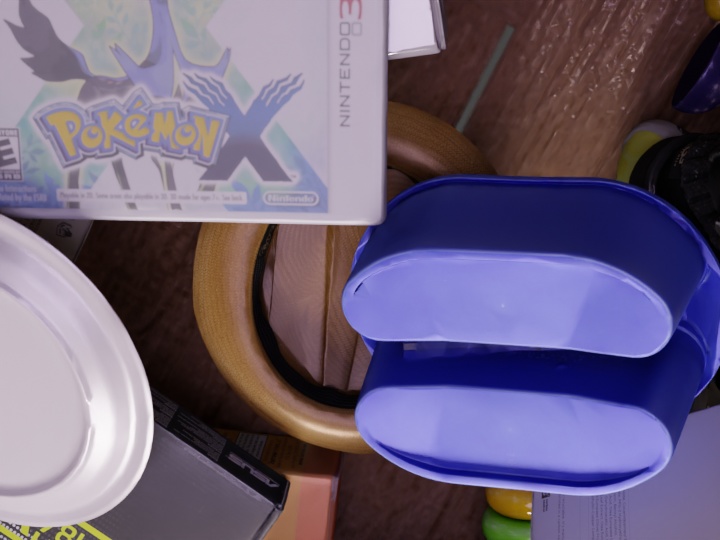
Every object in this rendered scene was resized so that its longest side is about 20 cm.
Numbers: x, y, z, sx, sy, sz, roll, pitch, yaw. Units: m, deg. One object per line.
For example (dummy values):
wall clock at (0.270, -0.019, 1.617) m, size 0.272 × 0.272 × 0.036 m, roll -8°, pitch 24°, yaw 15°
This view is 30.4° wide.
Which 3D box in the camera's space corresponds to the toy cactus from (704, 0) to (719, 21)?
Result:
toy cactus at (0.170, -0.233, 0.690) m, size 0.198 × 0.102 × 0.166 m, roll 28°, pitch 96°, yaw 4°

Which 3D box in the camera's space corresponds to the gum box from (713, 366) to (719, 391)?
gum box at (0.309, -0.013, 0.759) m, size 0.197 × 0.045 × 0.172 m, roll 2°, pitch 105°, yaw 4°

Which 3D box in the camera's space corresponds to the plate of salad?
plate of salad at (-0.193, 0.047, 0.688) m, size 0.197 × 0.048 × 0.202 m, roll 9°, pitch 122°, yaw 15°

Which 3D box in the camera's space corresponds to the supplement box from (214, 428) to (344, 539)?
supplement box at (-0.111, 0.133, 0.814) m, size 0.197 × 0.069 × 0.067 m, roll 7°, pitch 104°, yaw 0°

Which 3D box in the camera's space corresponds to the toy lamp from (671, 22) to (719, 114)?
toy lamp at (0.263, -0.061, 0.699) m, size 0.199 × 0.058 × 0.059 m, roll 31°, pitch 105°, yaw -3°

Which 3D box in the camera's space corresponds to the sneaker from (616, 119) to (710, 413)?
sneaker at (0.162, 0.018, 0.748) m, size 0.075 × 0.076 × 0.203 m, roll 14°, pitch 110°, yaw 47°

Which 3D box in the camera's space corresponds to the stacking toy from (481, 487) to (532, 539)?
stacking toy at (0.108, 0.148, 0.803) m, size 0.084 × 0.085 × 0.203 m, roll -2°, pitch 100°, yaw 4°

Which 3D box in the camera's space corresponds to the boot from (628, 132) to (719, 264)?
boot at (0.235, 0.007, 0.651) m, size 0.211 × 0.158 × 0.080 m, roll 42°, pitch 77°, yaw -13°

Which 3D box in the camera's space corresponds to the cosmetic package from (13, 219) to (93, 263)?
cosmetic package at (-0.245, -0.065, 0.728) m, size 0.198 × 0.104 × 0.074 m, roll 26°, pitch 106°, yaw -18°

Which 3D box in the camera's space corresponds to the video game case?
video game case at (-0.085, -0.113, 0.615) m, size 0.197 × 0.022 × 0.185 m, roll 1°, pitch 106°, yaw 4°

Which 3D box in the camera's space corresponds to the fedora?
fedora at (0.000, 0.000, 0.762) m, size 0.198 × 0.082 × 0.203 m, roll 1°, pitch 103°, yaw 3°

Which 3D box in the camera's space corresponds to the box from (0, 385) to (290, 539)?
box at (-0.173, 0.148, 0.765) m, size 0.199 × 0.048 × 0.194 m, roll 35°, pitch 106°, yaw -4°

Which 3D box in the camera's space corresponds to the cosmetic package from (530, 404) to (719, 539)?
cosmetic package at (0.197, 0.129, 0.698) m, size 0.107 × 0.086 × 0.199 m, roll 29°, pitch 143°, yaw -32°

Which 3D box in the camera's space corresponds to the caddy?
caddy at (0.083, 0.027, 0.666) m, size 0.197 × 0.105 × 0.143 m, roll 3°, pitch 116°, yaw 18°

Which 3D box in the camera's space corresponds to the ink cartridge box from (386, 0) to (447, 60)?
ink cartridge box at (-0.057, -0.148, 0.691) m, size 0.197 × 0.145 × 0.085 m, roll -7°, pitch 105°, yaw 6°
